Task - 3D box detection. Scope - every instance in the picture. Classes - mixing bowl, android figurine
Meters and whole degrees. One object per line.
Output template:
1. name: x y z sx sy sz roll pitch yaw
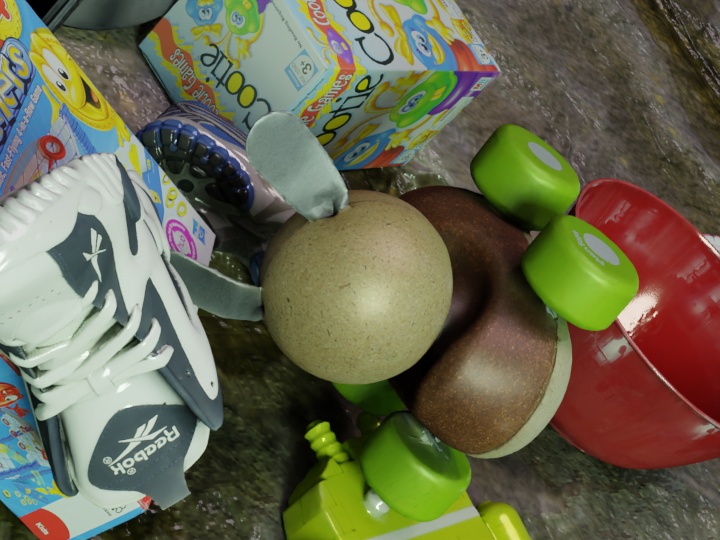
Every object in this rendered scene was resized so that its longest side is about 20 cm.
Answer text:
1. mixing bowl: 0.173 0.051 1.119 0.199 0.108 0.201 33 34 -26
2. android figurine: 0.034 0.162 0.887 0.181 0.041 0.201 -3 59 -53

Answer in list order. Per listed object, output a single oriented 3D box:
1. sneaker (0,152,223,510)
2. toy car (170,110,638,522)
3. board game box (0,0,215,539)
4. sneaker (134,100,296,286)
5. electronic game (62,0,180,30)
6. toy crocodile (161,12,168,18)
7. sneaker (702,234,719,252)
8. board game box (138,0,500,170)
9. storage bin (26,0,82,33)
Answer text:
1. sneaker: -0.098 0.032 0.647 0.199 0.079 0.130 172 -107 -88
2. toy car: 0.000 0.000 0.836 0.199 0.165 0.158 25 25 -32
3. board game box: -0.155 -0.015 0.774 0.196 0.056 0.201 53 26 -29
4. sneaker: -0.039 -0.029 0.975 0.200 0.077 0.085 40 26 -16
5. electronic game: -0.152 -0.239 0.993 0.199 0.041 0.202 -6 101 -36
6. toy crocodile: -0.102 -0.216 1.126 0.067 0.062 0.200 41 36 -12
7. sneaker: 0.273 0.044 1.281 0.199 0.081 0.089 25 36 -33
8. board game box: -0.020 -0.132 1.083 0.199 0.103 0.105 -10 63 -55
9. storage bin: -0.213 -0.212 0.881 0.200 0.135 0.094 41 21 -12
